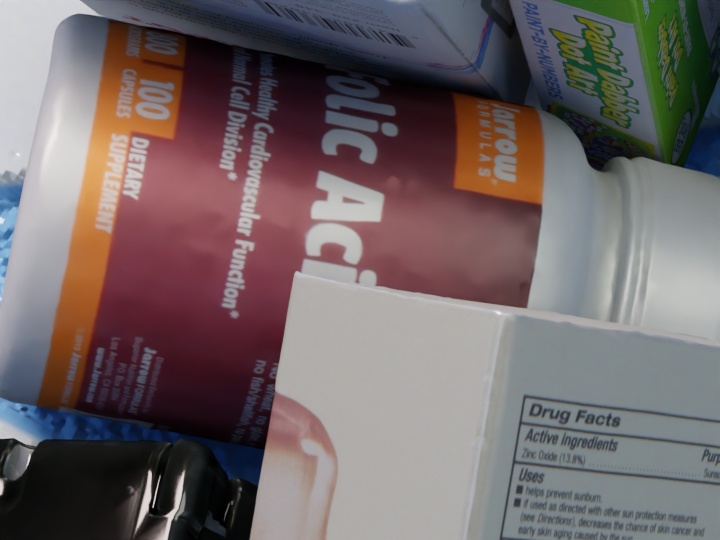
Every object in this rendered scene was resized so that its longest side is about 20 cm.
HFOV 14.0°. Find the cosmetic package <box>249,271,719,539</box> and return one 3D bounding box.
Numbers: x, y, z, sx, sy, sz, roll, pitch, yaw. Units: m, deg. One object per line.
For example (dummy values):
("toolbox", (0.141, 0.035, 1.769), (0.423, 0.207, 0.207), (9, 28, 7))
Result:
("cosmetic package", (0.027, 0.108, 0.738), (0.103, 0.087, 0.200), (11, 90, -40))

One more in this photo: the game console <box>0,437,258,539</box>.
("game console", (-0.071, 0.159, 0.808), (0.175, 0.116, 0.200), (0, 60, 21))

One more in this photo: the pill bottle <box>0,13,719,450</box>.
("pill bottle", (0.000, 0.000, 0.847), (0.200, 0.114, 0.114), (11, 62, -7))

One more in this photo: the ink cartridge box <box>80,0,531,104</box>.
("ink cartridge box", (-0.025, -0.111, 0.826), (0.147, 0.200, 0.086), (16, 88, 10))

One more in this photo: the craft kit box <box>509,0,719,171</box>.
("craft kit box", (0.100, -0.145, 0.835), (0.048, 0.200, 0.198), (18, 75, 15))
